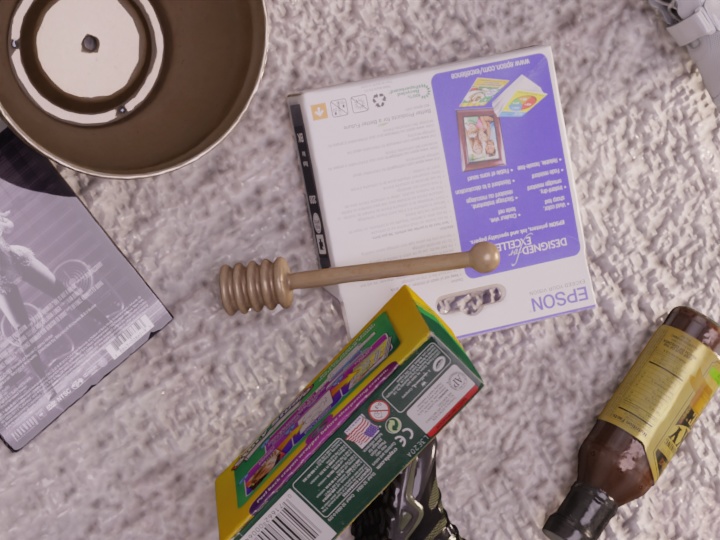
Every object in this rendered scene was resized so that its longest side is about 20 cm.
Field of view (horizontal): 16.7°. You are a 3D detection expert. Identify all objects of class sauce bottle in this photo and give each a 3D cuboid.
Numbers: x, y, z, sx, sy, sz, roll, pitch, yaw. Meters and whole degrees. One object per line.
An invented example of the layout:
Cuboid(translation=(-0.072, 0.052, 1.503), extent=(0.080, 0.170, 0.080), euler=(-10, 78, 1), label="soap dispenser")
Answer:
Cuboid(translation=(0.206, 0.123, 1.822), extent=(0.065, 0.065, 0.200), euler=(37, 80, -13), label="sauce bottle")

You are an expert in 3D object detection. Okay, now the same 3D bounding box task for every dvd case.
Cuboid(translation=(-0.247, 0.003, 1.704), extent=(0.149, 0.016, 0.200), euler=(-40, 101, -13), label="dvd case")

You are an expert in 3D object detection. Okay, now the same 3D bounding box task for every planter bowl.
Cuboid(translation=(-0.174, -0.159, 1.669), extent=(0.199, 0.135, 0.202), euler=(0, 89, -17), label="planter bowl")

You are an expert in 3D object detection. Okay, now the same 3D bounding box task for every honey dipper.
Cuboid(translation=(0.000, 0.000, 1.727), extent=(0.199, 0.038, 0.038), euler=(-9, 92, 10), label="honey dipper")

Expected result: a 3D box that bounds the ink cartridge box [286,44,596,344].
Cuboid(translation=(0.061, -0.049, 1.787), extent=(0.197, 0.043, 0.201), euler=(-12, 94, -16), label="ink cartridge box")

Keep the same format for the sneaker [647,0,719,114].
Cuboid(translation=(0.230, -0.205, 1.831), extent=(0.114, 0.075, 0.201), euler=(-11, 87, -17), label="sneaker")

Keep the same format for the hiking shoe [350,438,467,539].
Cuboid(translation=(0.049, 0.206, 1.773), extent=(0.100, 0.076, 0.201), euler=(0, 98, -26), label="hiking shoe")

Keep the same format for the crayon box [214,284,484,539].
Cuboid(translation=(-0.012, 0.113, 1.670), extent=(0.058, 0.173, 0.200), euler=(44, 94, -9), label="crayon box")
